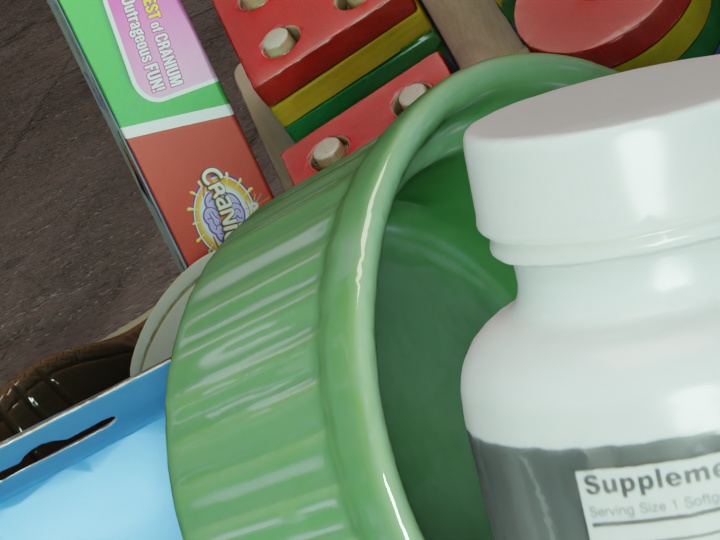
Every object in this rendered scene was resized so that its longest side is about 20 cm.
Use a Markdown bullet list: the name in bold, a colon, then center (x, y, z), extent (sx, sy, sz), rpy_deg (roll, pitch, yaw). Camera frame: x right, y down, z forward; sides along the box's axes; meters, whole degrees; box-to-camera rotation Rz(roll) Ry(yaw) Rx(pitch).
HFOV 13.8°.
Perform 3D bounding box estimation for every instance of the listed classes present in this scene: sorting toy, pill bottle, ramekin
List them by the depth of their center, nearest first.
- **pill bottle**: center (0.085, 0.056, 0.685), extent (0.110, 0.201, 0.111), rpy_deg (-13, 10, 2)
- **ramekin**: center (0.040, 0.049, 0.832), extent (0.098, 0.200, 0.200), rpy_deg (-22, 14, 43)
- **sorting toy**: center (0.048, -0.089, 1.115), extent (0.198, 0.070, 0.200), rpy_deg (-33, 38, 6)

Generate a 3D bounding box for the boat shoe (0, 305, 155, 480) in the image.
- **boat shoe**: center (-0.108, 0.064, 1.275), extent (0.200, 0.072, 0.076), rpy_deg (-30, 0, -41)

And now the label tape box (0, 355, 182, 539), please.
- **label tape box**: center (-0.075, 0.098, 0.929), extent (0.144, 0.063, 0.200), rpy_deg (-27, -15, -4)

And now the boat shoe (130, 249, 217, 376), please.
- **boat shoe**: center (0.000, 0.000, 1.010), extent (0.200, 0.075, 0.062), rpy_deg (-41, -11, 34)

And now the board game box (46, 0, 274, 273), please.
- **board game box**: center (-0.071, -0.052, 1.123), extent (0.040, 0.201, 0.153), rpy_deg (-26, 16, -4)

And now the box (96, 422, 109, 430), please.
- **box**: center (-0.033, 0.071, 1.134), extent (0.199, 0.051, 0.158), rpy_deg (-30, 17, -12)
